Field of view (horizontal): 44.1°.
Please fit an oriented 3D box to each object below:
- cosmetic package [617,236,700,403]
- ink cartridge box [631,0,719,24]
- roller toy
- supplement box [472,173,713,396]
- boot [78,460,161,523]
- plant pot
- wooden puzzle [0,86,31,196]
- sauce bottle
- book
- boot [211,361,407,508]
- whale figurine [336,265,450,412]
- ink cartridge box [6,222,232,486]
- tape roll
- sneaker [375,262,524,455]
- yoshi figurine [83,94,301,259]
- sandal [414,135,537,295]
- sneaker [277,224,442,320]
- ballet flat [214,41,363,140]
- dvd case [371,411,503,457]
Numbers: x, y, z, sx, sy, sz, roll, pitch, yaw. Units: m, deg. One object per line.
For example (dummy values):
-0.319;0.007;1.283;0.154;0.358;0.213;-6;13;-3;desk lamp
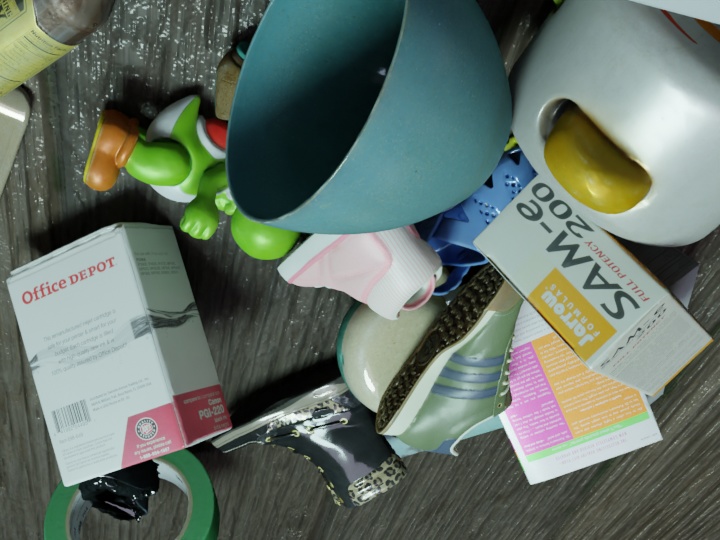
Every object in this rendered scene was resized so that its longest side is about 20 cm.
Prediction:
0.259;0.048;0.846;0.051;0.083;0.200;-30;142;-19;cosmetic package
0.170;-0.202;0.484;0.115;0.201;0.067;11;139;-10;ink cartridge box
0.196;-0.113;0.592;0.182;0.201;0.140;13;138;-22;roller toy
0.182;0.017;0.668;0.074;0.126;0.200;-46;151;12;supplement box
-0.245;0.144;0.908;0.076;0.169;0.201;-2;138;4;boot
0.019;-0.107;0.578;0.134;0.201;0.200;19;137;-33;plant pot
-0.387;-0.100;0.729;0.185;0.046;0.200;22;134;-21;wooden puzzle
-0.220;-0.182;0.621;0.199;0.065;0.065;-25;132;24;sauce bottle
0.177;0.087;0.821;0.133;0.048;0.201;-23;103;7;book
-0.057;0.200;1.002;0.200;0.073;0.151;-28;104;21;boot
0.071;0.069;0.879;0.199;0.104;0.160;-9;103;-19;whale figurine
-0.219;0.073;0.805;0.145;0.201;0.085;-20;175;23;ink cartridge box
-0.269;0.296;1.056;0.199;0.201;0.048;-1;138;2;tape roll
0.102;0.084;0.781;0.090;0.067;0.200;29;112;-16;sneaker
-0.122;-0.061;0.730;0.199;0.113;0.112;13;153;-16;yoshi figurine
0.105;-0.040;0.755;0.200;0.087;0.079;-34;126;31;sandal
0.000;0.000;0.740;0.105;0.075;0.200;46;158;-6;sneaker
-0.024;-0.104;0.693;0.199;0.068;0.072;22;120;-19;ballet flat
0.065;0.163;1.032;0.199;0.022;0.146;-21;134;25;dvd case
